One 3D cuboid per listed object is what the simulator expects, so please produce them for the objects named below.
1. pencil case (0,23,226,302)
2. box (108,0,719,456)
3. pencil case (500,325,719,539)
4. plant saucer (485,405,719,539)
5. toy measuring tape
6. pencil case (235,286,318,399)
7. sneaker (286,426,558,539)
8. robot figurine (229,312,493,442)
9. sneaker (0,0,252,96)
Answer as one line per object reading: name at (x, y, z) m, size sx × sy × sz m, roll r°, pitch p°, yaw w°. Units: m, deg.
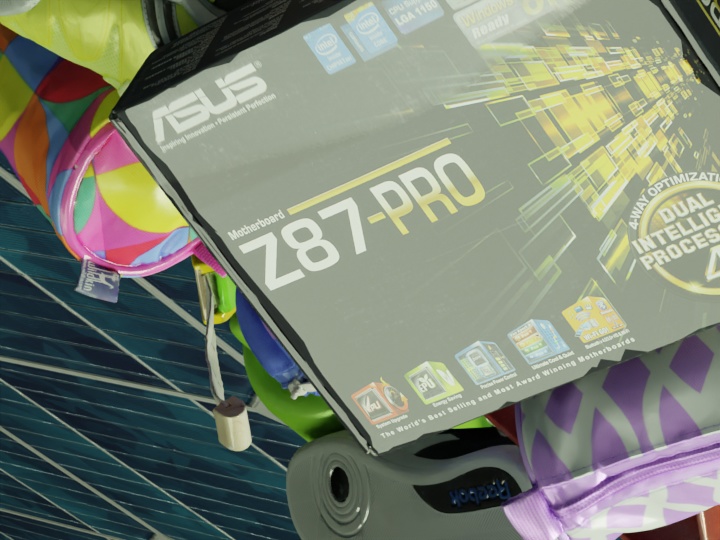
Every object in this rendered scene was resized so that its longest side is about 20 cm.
pencil case at (-0.115, -0.072, 1.034) m, size 0.088 × 0.088 × 0.200 m, roll 39°, pitch -171°, yaw -43°
box at (0.041, -0.037, 0.845) m, size 0.199 × 0.049 × 0.162 m, roll -22°, pitch 114°, yaw 32°
pencil case at (0.147, 0.040, 0.872) m, size 0.199 × 0.086 × 0.084 m, roll -20°, pitch 124°, yaw 32°
plant saucer at (0.085, 0.010, 1.034) m, size 0.200 × 0.037 × 0.201 m, roll 41°, pitch 152°, yaw 48°
toy measuring tape at (-0.043, 0.001, 1.187) m, size 0.073 × 0.201 × 0.074 m, roll -5°, pitch 132°, yaw -6°
pencil case at (0.000, 0.000, 1.055) m, size 0.078 × 0.087 × 0.200 m, roll 17°, pitch 164°, yaw -9°
sneaker at (0.061, 0.106, 1.216) m, size 0.111 × 0.074 × 0.199 m, roll -9°, pitch -176°, yaw -37°
robot figurine at (0.018, 0.049, 1.311) m, size 0.175 × 0.116 × 0.200 m, roll 15°, pitch 163°, yaw 40°
sneaker at (-0.040, -0.060, 0.918) m, size 0.199 × 0.077 × 0.075 m, roll 19°, pitch -178°, yaw -5°
